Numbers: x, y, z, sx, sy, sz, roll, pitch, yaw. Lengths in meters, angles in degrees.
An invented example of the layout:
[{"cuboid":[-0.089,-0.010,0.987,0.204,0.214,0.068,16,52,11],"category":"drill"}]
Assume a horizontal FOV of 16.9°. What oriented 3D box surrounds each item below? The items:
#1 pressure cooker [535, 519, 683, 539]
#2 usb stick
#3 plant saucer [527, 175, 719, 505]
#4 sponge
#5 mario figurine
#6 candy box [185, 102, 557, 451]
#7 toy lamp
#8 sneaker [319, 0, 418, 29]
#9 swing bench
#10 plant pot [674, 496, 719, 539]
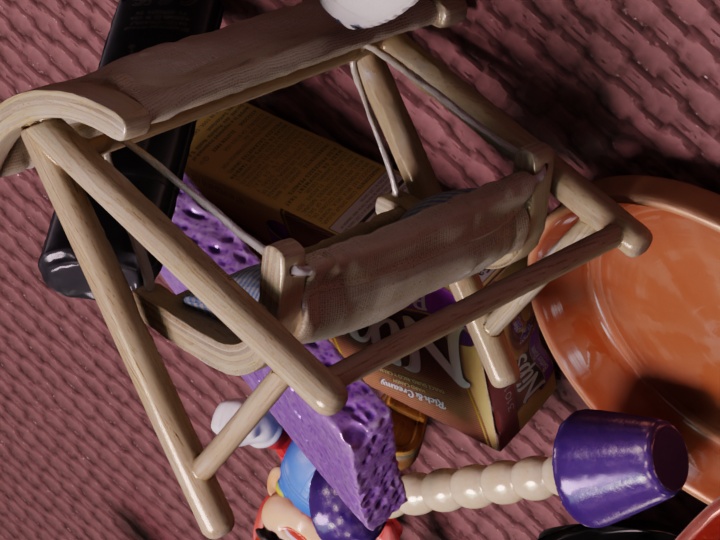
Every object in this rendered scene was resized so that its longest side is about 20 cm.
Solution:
[{"cuboid":[0.125,0.226,1.214,0.179,0.176,0.200,36,167,10],"category":"pressure cooker"},{"cuboid":[-0.104,-0.064,1.124,0.055,0.200,0.033,1,137,9],"category":"usb stick"},{"cuboid":[0.164,0.037,1.078,0.200,0.032,0.200,33,150,22],"category":"plant saucer"},{"cuboid":[-0.049,0.028,1.156,0.200,0.030,0.112,48,167,25],"category":"sponge"},{"cuboid":[-0.026,0.136,1.373,0.200,0.106,0.124,108,148,-51],"category":"mario figurine"},{"cuboid":[0.000,0.000,1.218,0.200,0.056,0.117,27,148,31],"category":"candy box"},{"cuboid":[0.065,0.101,1.166,0.200,0.058,0.058,-11,122,37],"category":"toy lamp"},{"cuboid":[0.015,-0.181,0.934,0.130,0.079,0.199,50,151,-8],"category":"sneaker"},{"cuboid":[-0.025,-0.028,1.022,0.200,0.199,0.130,54,139,12],"category":"swing bench"},{"cuboid":[0.234,0.210,1.038,0.195,0.201,0.201,32,158,-24],"category":"plant pot"}]
